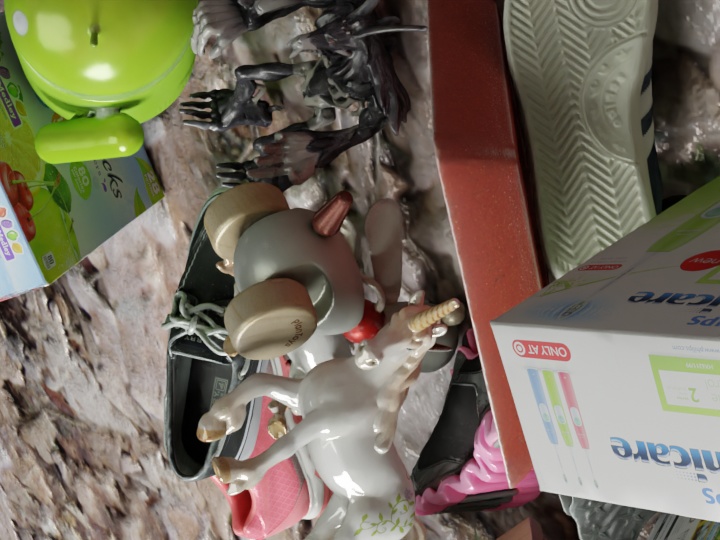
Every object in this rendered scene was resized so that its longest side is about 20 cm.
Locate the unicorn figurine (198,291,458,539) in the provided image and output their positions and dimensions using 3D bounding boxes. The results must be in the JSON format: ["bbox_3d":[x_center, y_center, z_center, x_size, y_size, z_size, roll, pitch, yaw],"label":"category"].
[{"bbox_3d":[-0.011,0.093,0.894,0.074,0.137,0.200,-123,15,-48],"label":"unicorn figurine"}]

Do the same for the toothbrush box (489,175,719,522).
[{"bbox_3d":[0.179,0.020,0.697,0.145,0.200,0.086,3,117,51],"label":"toothbrush box"}]

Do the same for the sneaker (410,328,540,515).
[{"bbox_3d":[0.077,0.086,1.002,0.200,0.079,0.096,126,137,-57],"label":"sneaker"}]

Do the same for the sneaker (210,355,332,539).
[{"bbox_3d":[-0.089,0.101,1.187,0.074,0.087,0.201,-12,105,56],"label":"sneaker"}]

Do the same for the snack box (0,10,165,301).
[{"bbox_3d":[-0.225,-0.089,1.125,0.068,0.200,0.169,-17,104,20],"label":"snack box"}]

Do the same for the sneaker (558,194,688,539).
[{"bbox_3d":[0.152,0.060,0.879,0.200,0.104,0.060,-58,27,18],"label":"sneaker"}]

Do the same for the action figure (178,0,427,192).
[{"bbox_3d":[-0.040,-0.106,0.968,0.200,0.102,0.119,-39,72,57],"label":"action figure"}]

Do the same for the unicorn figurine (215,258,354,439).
[{"bbox_3d":[-0.038,0.047,1.057,0.074,0.137,0.201,1,119,9],"label":"unicorn figurine"}]

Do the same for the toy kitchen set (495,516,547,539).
[{"bbox_3d":[0.026,0.184,1.073,0.200,0.181,0.163,-38,115,20],"label":"toy kitchen set"}]

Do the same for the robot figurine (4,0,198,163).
[{"bbox_3d":[-0.158,-0.154,1.028,0.200,0.115,0.176,139,131,-81],"label":"robot figurine"}]

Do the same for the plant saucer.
[{"bbox_3d":[0.070,-0.029,0.836,0.037,0.200,0.200,-10,123,8],"label":"plant saucer"}]

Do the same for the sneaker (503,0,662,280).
[{"bbox_3d":[0.110,-0.087,0.815,0.075,0.085,0.201,0,91,10],"label":"sneaker"}]

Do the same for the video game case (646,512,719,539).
[{"bbox_3d":[0.170,0.144,0.802,0.023,0.200,0.182,38,143,1],"label":"video game case"}]

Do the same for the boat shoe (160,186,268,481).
[{"bbox_3d":[-0.101,0.043,1.120,0.073,0.068,0.200,14,99,19],"label":"boat shoe"}]

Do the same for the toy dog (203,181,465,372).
[{"bbox_3d":[0.000,0.000,0.953,0.096,0.200,0.132,-36,74,27],"label":"toy dog"}]
